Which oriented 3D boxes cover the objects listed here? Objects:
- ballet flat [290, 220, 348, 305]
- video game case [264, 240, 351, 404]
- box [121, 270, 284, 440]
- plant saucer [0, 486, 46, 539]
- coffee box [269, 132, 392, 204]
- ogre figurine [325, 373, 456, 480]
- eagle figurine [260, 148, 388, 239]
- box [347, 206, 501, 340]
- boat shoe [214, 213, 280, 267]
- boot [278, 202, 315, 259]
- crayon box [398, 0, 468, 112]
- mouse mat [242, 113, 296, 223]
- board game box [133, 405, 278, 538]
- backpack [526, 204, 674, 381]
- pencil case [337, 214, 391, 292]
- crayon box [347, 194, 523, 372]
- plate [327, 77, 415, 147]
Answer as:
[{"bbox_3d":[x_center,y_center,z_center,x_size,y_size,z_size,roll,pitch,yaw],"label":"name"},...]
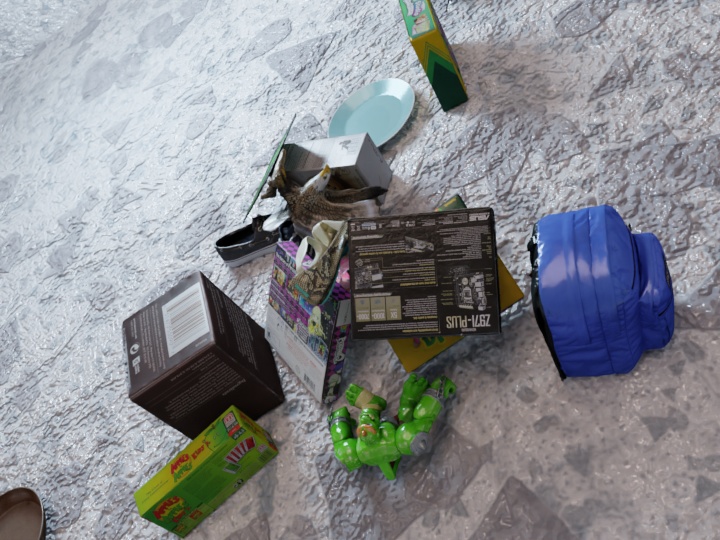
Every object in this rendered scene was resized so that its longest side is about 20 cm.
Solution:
[{"bbox_3d":[-0.050,-0.030,1.077,0.068,0.075,0.201,-50,7,39],"label":"ballet flat"},{"bbox_3d":[-0.086,0.078,1.155,0.035,0.184,0.200,-8,31,-33],"label":"video game case"},{"bbox_3d":[-0.253,0.147,1.175,0.163,0.200,0.167,-33,44,7],"label":"box"},{"bbox_3d":[-0.622,0.484,1.281,0.197,0.035,0.203,-18,49,22],"label":"plant saucer"},{"bbox_3d":[-0.055,-0.179,1.360,0.197,0.113,0.081,-2,55,34],"label":"coffee box"},{"bbox_3d":[0.035,0.215,1.012,0.196,0.099,0.121,-3,35,13],"label":"ogre figurine"},{"bbox_3d":[-0.063,-0.114,1.225,0.154,0.197,0.151,-68,10,-15],"label":"eagle figurine"},{"bbox_3d":[0.088,0.008,0.990,0.196,0.086,0.167,-5,84,12],"label":"box"},{"bbox_3d":[-0.194,-0.075,1.404,0.197,0.066,0.071,-22,47,18],"label":"boat shoe"},{"bbox_3d":[-0.121,-0.027,1.300,0.072,0.091,0.203,-11,51,26],"label":"boot"},{"bbox_3d":[0.133,-0.433,1.386,0.057,0.173,0.202,-23,47,16],"label":"crayon box"},{"bbox_3d":[-0.172,-0.187,1.365,0.200,0.007,0.163,-40,28,63],"label":"mouse mat"},{"bbox_3d":[-0.232,0.307,1.108,0.199,0.102,0.048,-42,43,-1],"label":"board game box"},{"bbox_3d":[0.296,0.014,0.911,0.165,0.200,0.165,-15,48,23],"label":"backpack"},{"bbox_3d":[0.000,0.000,1.204,0.199,0.088,0.088,-42,44,0],"label":"pencil case"},{"bbox_3d":[0.109,0.021,1.066,0.198,0.058,0.174,-34,77,7],"label":"crayon box"},{"bbox_3d":[0.024,-0.305,1.466,0.197,0.026,0.203,-18,48,21],"label":"plate"}]
